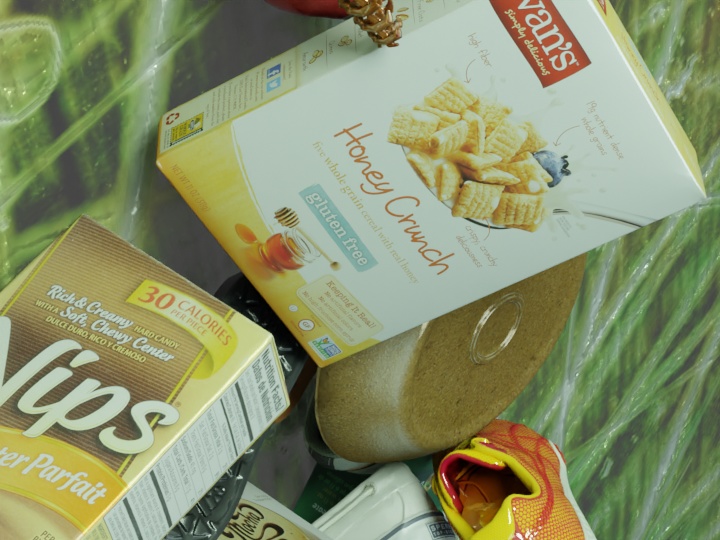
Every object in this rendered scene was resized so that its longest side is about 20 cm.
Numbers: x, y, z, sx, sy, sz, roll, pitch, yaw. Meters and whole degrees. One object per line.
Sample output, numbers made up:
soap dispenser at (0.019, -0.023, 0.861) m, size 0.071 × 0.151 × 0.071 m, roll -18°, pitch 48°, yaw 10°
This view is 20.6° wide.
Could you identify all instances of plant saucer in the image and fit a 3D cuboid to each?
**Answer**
plant saucer at (0.058, 0.022, 1.014) m, size 0.200 × 0.035 × 0.201 m, roll -36°, pitch 145°, yaw -31°

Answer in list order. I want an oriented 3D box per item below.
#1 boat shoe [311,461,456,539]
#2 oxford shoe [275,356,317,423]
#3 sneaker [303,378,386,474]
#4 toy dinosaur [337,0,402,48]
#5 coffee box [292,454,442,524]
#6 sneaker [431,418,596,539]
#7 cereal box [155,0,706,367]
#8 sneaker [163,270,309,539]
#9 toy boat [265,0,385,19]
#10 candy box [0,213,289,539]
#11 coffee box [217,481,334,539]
boat shoe at (-0.040, 0.178, 1.103) m, size 0.200 × 0.066 × 0.072 m, roll -39°, pitch 158°, yaw 21°
oxford shoe at (0.000, 0.000, 1.015) m, size 0.201 × 0.071 × 0.071 m, roll -58°, pitch 154°, yaw -1°
sneaker at (0.031, 0.024, 1.070) m, size 0.201 × 0.074 × 0.079 m, roll -64°, pitch 165°, yaw 9°
toy dinosaur at (-0.012, -0.187, 0.749) m, size 0.201 × 0.135 × 0.103 m, roll 67°, pitch 16°, yaw -48°
coffee box at (-0.001, 0.161, 1.193) m, size 0.123 × 0.044 × 0.201 m, roll 12°, pitch 106°, yaw -63°
sneaker at (0.072, 0.112, 1.075) m, size 0.073 × 0.077 × 0.200 m, roll -47°, pitch -164°, yaw 0°
cereal box at (0.031, -0.049, 0.860) m, size 0.199 × 0.040 × 0.144 m, roll -25°, pitch 126°, yaw 19°
sneaker at (-0.088, 0.082, 0.916) m, size 0.083 × 0.072 × 0.200 m, roll -31°, pitch -165°, yaw 49°
toy boat at (0.043, -0.159, 0.865) m, size 0.199 × 0.130 × 0.131 m, roll -7°, pitch 122°, yaw -57°
candy box at (-0.137, 0.081, 0.812) m, size 0.200 × 0.115 × 0.055 m, roll -47°, pitch 151°, yaw -24°
coffee box at (-0.095, 0.163, 0.967) m, size 0.199 × 0.113 × 0.080 m, roll 3°, pitch 114°, yaw -59°
